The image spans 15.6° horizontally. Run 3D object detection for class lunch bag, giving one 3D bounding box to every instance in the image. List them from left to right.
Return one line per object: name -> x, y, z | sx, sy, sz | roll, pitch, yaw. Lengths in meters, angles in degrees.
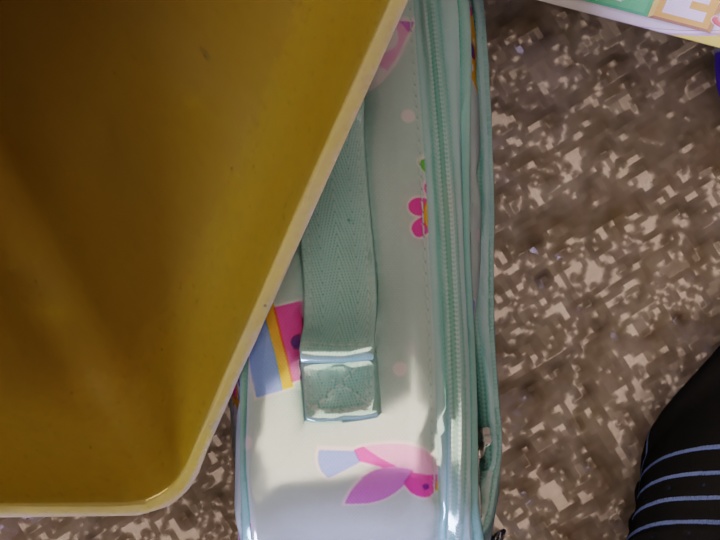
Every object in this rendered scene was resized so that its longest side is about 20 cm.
lunch bag -> 0.000, 0.000, 0.739 | 0.077, 0.160, 0.200 | -2, 74, -3

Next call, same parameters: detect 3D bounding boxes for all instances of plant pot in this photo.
plant pot -> -0.129, -0.072, 0.638 | 0.200, 0.176, 0.200 | 3, 127, -33

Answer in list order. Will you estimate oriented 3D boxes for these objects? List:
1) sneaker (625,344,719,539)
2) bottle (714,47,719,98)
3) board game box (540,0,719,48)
sneaker -> 0.110, 0.087, 0.791 | 0.070, 0.078, 0.200 | 39, 80, -32
bottle -> 0.151, -0.141, 0.801 | 0.083, 0.065, 0.200 | 1, 90, -13
board game box -> 0.073, -0.127, 0.711 | 0.200, 0.034, 0.135 | 14, 53, -3
